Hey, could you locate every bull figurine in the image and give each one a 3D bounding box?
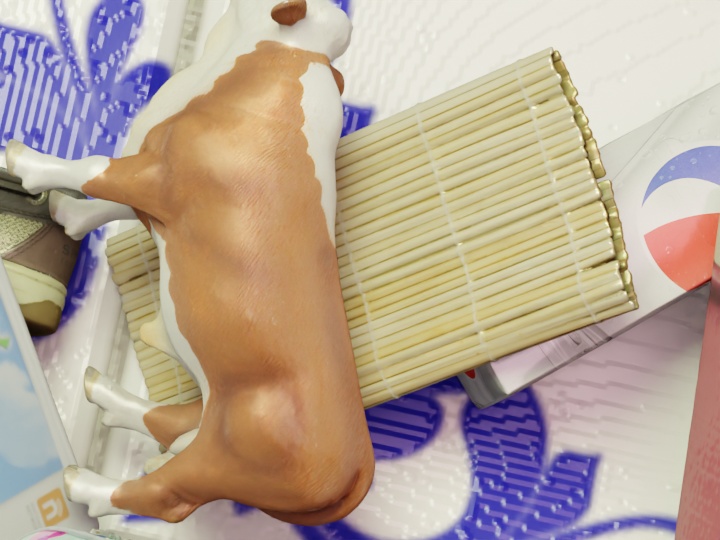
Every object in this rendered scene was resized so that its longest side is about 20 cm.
[{"bbox_3d":[-0.052,-0.007,0.864,0.121,0.065,0.202,-9,89,13],"label":"bull figurine"}]

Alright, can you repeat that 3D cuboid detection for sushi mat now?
[{"bbox_3d":[0.000,0.000,0.890,0.199,0.012,0.096,-22,81,25],"label":"sushi mat"}]

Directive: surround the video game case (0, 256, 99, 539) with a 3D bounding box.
[{"bbox_3d":[-0.188,0.036,0.811,0.182,0.022,0.201,-29,106,-41],"label":"video game case"}]

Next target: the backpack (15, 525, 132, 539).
[{"bbox_3d":[-0.065,0.185,0.788,0.199,0.154,0.176,14,51,33],"label":"backpack"}]

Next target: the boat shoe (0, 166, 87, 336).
[{"bbox_3d":[-0.195,-0.038,0.903,0.199,0.073,0.065,24,74,-12],"label":"boat shoe"}]

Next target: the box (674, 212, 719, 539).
[{"bbox_3d":[0.190,0.075,0.869,0.127,0.109,0.202,5,98,-15],"label":"box"}]

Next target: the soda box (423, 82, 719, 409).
[{"bbox_3d":[0.118,-0.024,0.932,0.199,0.068,0.064,-29,85,-10],"label":"soda box"}]
